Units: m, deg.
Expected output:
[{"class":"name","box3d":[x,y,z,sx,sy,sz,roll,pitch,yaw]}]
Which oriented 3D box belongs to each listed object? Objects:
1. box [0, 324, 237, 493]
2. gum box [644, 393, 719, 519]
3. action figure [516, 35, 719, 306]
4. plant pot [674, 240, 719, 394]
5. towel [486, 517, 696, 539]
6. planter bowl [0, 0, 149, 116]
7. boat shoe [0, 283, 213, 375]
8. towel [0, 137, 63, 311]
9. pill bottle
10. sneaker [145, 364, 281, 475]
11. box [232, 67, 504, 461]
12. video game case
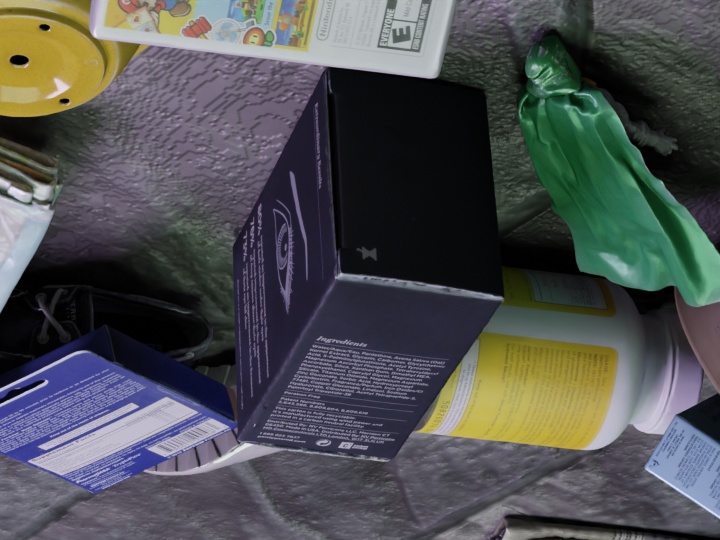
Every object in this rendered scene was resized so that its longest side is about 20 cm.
[{"class":"box","box3d":[-0.174,0.086,1.693,0.121,0.033,0.200,-25,155,17]},{"class":"gum box","box3d":[0.293,0.151,1.696,0.045,0.200,0.170,-60,164,14]},{"class":"action figure","box3d":[0.144,-0.063,1.574,0.118,0.055,0.200,5,145,36]},{"class":"plant pot","box3d":[0.321,0.023,1.640,0.200,0.200,0.174,26,121,-38]},{"class":"towel","box3d":[0.169,0.259,2.122,0.199,0.035,0.193,8,147,-16]},{"class":"planter bowl","box3d":[-0.179,-0.139,1.413,0.199,0.084,0.201,-3,148,-2]},{"class":"boat shoe","box3d":[-0.191,0.039,1.708,0.199,0.072,0.068,10,148,-24]},{"class":"towel","box3d":[-0.287,-0.016,1.583,0.171,0.048,0.200,21,126,-18]},{"class":"pill bottle","box3d":[0.114,0.056,1.721,0.199,0.112,0.112,7,147,-15]},{"class":"sneaker","box3d":[-0.071,0.101,1.821,0.199,0.077,0.080,-17,155,24]},{"class":"box","box3d":[0.000,0.000,1.589,0.104,0.149,0.200,8,147,-17]},{"class":"video game case","box3d":[-0.029,-0.197,1.308,0.181,0.023,0.201,6,119,-13]}]
